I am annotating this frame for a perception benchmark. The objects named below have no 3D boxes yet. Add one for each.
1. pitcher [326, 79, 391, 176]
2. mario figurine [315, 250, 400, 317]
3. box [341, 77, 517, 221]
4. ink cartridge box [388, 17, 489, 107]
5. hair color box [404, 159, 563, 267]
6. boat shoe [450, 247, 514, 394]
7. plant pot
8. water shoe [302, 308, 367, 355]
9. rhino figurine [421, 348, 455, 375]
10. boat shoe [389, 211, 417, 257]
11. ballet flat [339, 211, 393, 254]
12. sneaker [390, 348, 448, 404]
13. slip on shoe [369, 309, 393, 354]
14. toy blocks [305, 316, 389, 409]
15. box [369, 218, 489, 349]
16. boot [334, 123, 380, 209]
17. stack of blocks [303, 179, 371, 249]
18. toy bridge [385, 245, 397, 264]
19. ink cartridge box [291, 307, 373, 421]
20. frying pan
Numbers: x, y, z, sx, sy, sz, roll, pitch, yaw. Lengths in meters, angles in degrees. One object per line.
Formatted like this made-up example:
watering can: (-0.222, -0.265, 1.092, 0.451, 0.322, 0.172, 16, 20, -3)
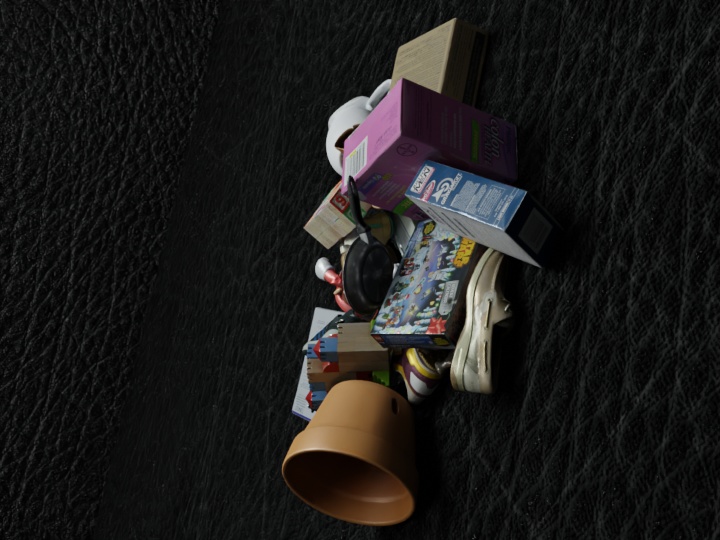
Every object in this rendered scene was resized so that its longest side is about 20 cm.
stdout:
pitcher: (0.011, -0.264, 1.751, 0.172, 0.120, 0.201, -46, 22, 21)
mario figurine: (0.000, 0.000, 1.514, 0.106, 0.124, 0.200, -42, -3, -14)
box: (0.098, -0.160, 1.371, 0.176, 0.197, 0.099, -39, 42, 51)
ink cartridge box: (0.119, -0.304, 1.565, 0.199, 0.074, 0.169, -3, 74, 65)
hair color box: (0.159, -0.077, 1.238, 0.199, 0.100, 0.061, 26, 81, 50)
boat shoe: (0.173, 0.065, 1.243, 0.064, 0.072, 0.204, 5, 64, 29)
plant pot: (-0.001, 0.255, 1.368, 0.200, 0.198, 0.142, -43, 22, 48)
water shoe: (-0.036, 0.118, 1.571, 0.079, 0.071, 0.200, -51, 7, -20)
rhino figurine: (0.122, 0.047, 1.360, 0.087, 0.059, 0.202, -38, 38, 24)
boat shoe: (0.074, -0.064, 1.523, 0.072, 0.069, 0.202, -58, 31, 25)
ballet flat: (-0.004, -0.050, 1.578, 0.200, 0.062, 0.070, 132, 127, -66)
sneaker: (0.071, 0.106, 1.422, 0.091, 0.074, 0.202, -59, 26, 29)
slip on shoe: (0.020, 0.132, 1.534, 0.203, 0.060, 0.075, -64, 27, 25)
toy blocks: (-0.022, 0.145, 1.421, 0.202, 0.133, 0.101, 85, -176, -50)
box: (0.106, 0.014, 1.321, 0.135, 0.040, 0.203, -4, 52, 43)
boot: (0.020, -0.182, 1.610, 0.200, 0.152, 0.075, -38, 41, 52)
stack of blocks: (-0.019, -0.114, 1.545, 0.116, 0.058, 0.200, -53, 6, -17)
toy bridge: (0.038, -0.003, 1.618, 0.068, 0.027, 0.201, -62, 27, 25)
ink cartridge box: (-0.051, 0.174, 1.689, 0.199, 0.040, 0.205, 6, 81, 65)
frying pan: (0.017, -0.032, 1.366, 0.030, 0.114, 0.195, 3, 86, 36)
